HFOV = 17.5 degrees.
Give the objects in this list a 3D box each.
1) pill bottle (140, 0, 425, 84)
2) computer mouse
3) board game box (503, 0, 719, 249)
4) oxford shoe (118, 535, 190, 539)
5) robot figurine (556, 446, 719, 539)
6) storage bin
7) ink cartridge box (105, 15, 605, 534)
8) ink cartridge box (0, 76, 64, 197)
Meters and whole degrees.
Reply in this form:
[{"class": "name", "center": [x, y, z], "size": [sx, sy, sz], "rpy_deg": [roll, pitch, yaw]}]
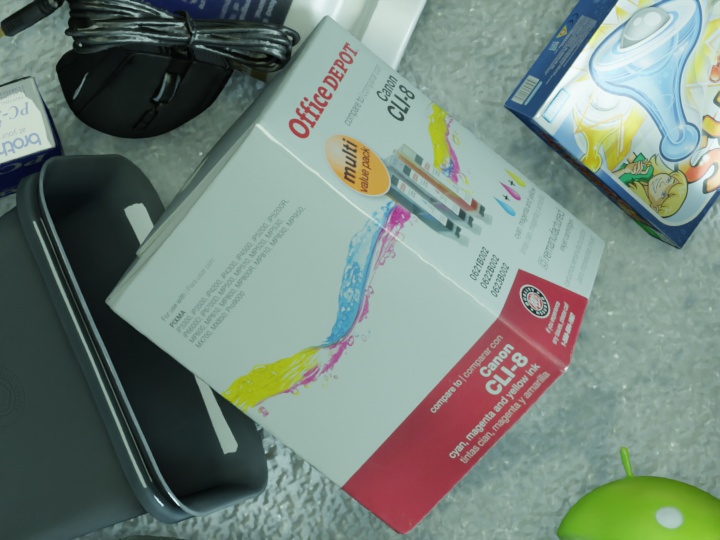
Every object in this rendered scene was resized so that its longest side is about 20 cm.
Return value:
[{"class": "pill bottle", "center": [-0.062, -0.171, 1.288], "size": [0.199, 0.116, 0.116], "rpy_deg": [24, 82, 1]}, {"class": "computer mouse", "center": [-0.133, -0.102, 1.225], "size": [0.140, 0.200, 0.046], "rpy_deg": [8, 82, -29]}, {"class": "board game box", "center": [0.186, -0.130, 1.292], "size": [0.135, 0.034, 0.200], "rpy_deg": [37, 88, -32]}, {"class": "oxford shoe", "center": [-0.063, 0.187, 1.270], "size": [0.199, 0.084, 0.073], "rpy_deg": [17, 67, -18]}, {"class": "robot figurine", "center": [0.147, 0.201, 1.250], "size": [0.175, 0.116, 0.201], "rpy_deg": [19, 80, -23]}, {"class": "storage bin", "center": [-0.156, 0.056, 1.257], "size": [0.134, 0.145, 0.201], "rpy_deg": [-25, 84, 22]}, {"class": "ink cartridge box", "center": [0.000, 0.000, 1.216], "size": [0.200, 0.145, 0.145], "rpy_deg": [38, 121, -7]}, {"class": "ink cartridge box", "center": [-0.262, -0.048, 1.275], "size": [0.199, 0.094, 0.044], "rpy_deg": [-18, 84, -4]}]
